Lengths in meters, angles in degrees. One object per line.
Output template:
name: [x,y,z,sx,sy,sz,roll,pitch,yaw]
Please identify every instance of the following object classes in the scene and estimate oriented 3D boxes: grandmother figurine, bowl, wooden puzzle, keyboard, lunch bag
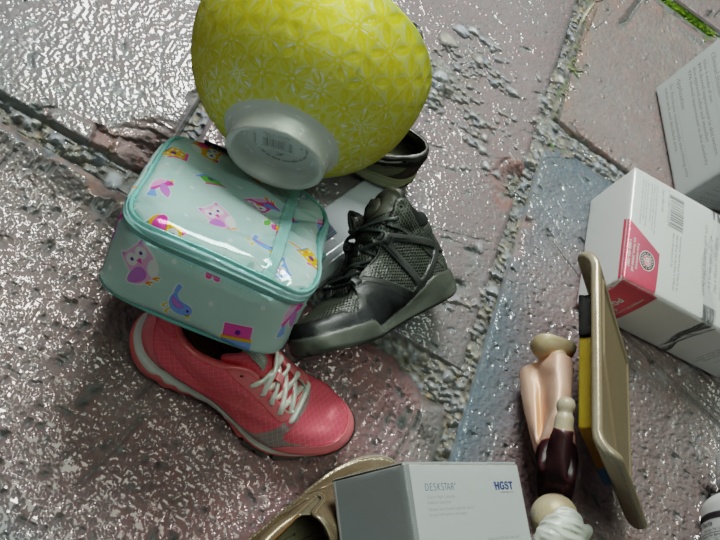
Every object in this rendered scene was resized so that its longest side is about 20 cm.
grandmother figurine: [0.170,0.161,0.794,0.060,0.122,0.201,-5,45,15]
bowl: [-0.052,-0.130,0.703,0.199,0.200,0.108,26,63,-15]
wooden puzzle: [0.223,0.112,0.821,0.185,0.037,0.202,56,30,-50]
keyboard: [-0.028,-0.028,0.834,0.056,0.011,0.200,48,55,6]
lunch bag: [-0.101,-0.026,0.700,0.159,0.078,0.200,22,25,-9]

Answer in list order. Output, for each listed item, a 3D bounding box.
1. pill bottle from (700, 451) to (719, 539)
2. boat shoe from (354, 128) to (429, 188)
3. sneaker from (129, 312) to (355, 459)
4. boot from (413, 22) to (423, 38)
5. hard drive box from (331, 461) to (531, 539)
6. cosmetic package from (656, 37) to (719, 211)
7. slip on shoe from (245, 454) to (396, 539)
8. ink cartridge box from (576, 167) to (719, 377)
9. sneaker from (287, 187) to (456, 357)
pill bottle: [0.379,0.274,0.848,0.111,0.111,0.202,21,60,-18]
boat shoe: [-0.027,-0.141,0.847,0.198,0.065,0.074,17,62,-15]
sneaker: [-0.085,0.087,0.704,0.199,0.087,0.074,30,59,-13]
boot: [0.008,-0.214,0.838,0.130,0.200,0.068,-17,118,-28]
hard drive box: [0.068,0.252,0.684,0.155,0.076,0.202,14,62,-47]
cosmetic package: [0.486,-0.180,1.053,0.165,0.200,0.169,10,65,-23]
slip on shoe: [-0.032,0.204,0.694,0.199,0.061,0.076,-23,80,-35]
ink cartridge box: [0.341,0.005,0.966,0.199,0.085,0.147,25,59,-14]
sneaker: [0.000,0.000,0.771,0.199,0.076,0.115,-28,102,-42]
